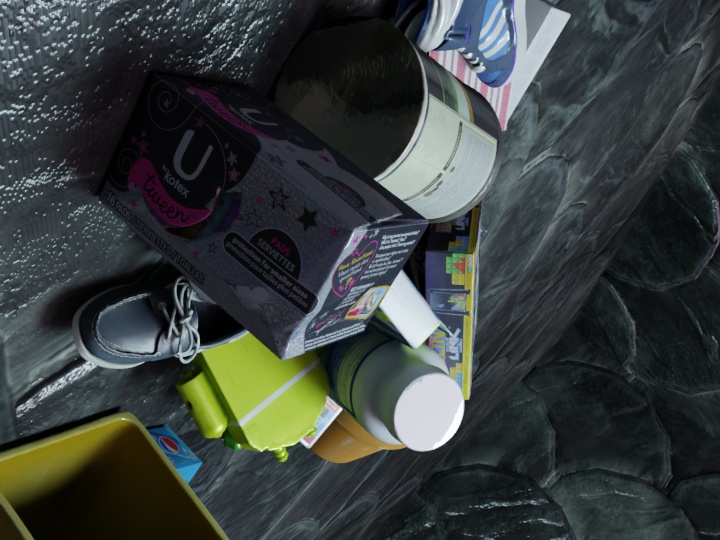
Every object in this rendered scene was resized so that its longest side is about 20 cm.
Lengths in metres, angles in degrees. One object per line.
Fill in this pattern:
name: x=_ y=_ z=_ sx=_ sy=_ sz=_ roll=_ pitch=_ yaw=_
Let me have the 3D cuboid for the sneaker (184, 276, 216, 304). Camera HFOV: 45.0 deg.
sneaker: x=-0.079 y=0.001 z=0.785 sx=0.199 sy=0.081 sz=0.074 roll=27 pitch=60 yaw=-52

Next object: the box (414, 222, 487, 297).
box: x=0.056 y=-0.050 z=1.071 sx=0.161 sy=0.049 sz=0.200 roll=-48 pitch=136 yaw=-4

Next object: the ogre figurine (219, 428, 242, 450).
ogre figurine: x=-0.105 y=0.112 z=1.013 sx=0.120 sy=0.097 sz=0.202 roll=78 pitch=12 yaw=-71

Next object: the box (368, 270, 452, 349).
box: x=0.000 y=0.000 z=0.887 sx=0.048 sy=0.122 sz=0.200 roll=-45 pitch=122 yaw=-11

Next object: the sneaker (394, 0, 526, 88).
sneaker: x=0.089 y=-0.239 z=0.862 sx=0.145 sy=0.081 sz=0.201 roll=-28 pitch=151 yaw=-13

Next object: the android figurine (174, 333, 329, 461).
android figurine: x=-0.104 y=0.103 z=0.910 sx=0.041 sy=0.201 sz=0.182 roll=-5 pitch=-154 yaw=49

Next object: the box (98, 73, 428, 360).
box: x=-0.073 y=-0.047 z=0.659 sx=0.115 sy=0.199 sz=0.132 roll=-60 pitch=160 yaw=20

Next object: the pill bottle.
pill bottle: x=0.030 y=0.120 z=0.945 sx=0.111 sy=0.200 sz=0.113 roll=-5 pitch=103 yaw=-24

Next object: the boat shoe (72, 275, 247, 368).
boat shoe: x=-0.162 y=0.045 z=0.771 sx=0.061 sy=0.076 sz=0.199 roll=-10 pitch=173 yaw=32

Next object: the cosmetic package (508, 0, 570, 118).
cosmetic package: x=0.182 y=-0.249 z=1.104 sx=0.201 sy=0.050 sz=0.082 roll=-60 pitch=161 yaw=23

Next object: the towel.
towel: x=0.116 y=-0.213 z=0.987 sx=0.199 sy=0.030 sz=0.148 roll=-26 pitch=130 yaw=-44

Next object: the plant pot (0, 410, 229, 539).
plant pot: x=-0.277 y=0.291 z=0.829 sx=0.200 sy=0.196 sz=0.194 roll=-50 pitch=162 yaw=23

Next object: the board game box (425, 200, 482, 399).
board game box: x=0.109 y=0.020 z=1.015 sx=0.166 sy=0.056 sz=0.202 roll=-71 pitch=161 yaw=-56

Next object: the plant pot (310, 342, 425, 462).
plant pot: x=0.000 y=0.191 z=1.296 sx=0.200 sy=0.201 sz=0.183 roll=-29 pitch=167 yaw=-47

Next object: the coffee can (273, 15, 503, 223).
coffee can: x=0.032 y=-0.130 z=0.804 sx=0.147 sy=0.146 sz=0.199 roll=-56 pitch=155 yaw=12

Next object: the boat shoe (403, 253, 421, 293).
boat shoe: x=0.023 y=-0.040 z=0.968 sx=0.073 sy=0.063 sz=0.202 roll=-29 pitch=125 yaw=-20

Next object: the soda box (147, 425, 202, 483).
soda box: x=-0.269 y=0.277 z=0.989 sx=0.201 sy=0.068 sz=0.064 roll=-55 pitch=160 yaw=10

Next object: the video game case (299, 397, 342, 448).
video game case: x=-0.050 y=0.113 z=1.130 sx=0.200 sy=0.017 sz=0.143 roll=-49 pitch=116 yaw=-8
